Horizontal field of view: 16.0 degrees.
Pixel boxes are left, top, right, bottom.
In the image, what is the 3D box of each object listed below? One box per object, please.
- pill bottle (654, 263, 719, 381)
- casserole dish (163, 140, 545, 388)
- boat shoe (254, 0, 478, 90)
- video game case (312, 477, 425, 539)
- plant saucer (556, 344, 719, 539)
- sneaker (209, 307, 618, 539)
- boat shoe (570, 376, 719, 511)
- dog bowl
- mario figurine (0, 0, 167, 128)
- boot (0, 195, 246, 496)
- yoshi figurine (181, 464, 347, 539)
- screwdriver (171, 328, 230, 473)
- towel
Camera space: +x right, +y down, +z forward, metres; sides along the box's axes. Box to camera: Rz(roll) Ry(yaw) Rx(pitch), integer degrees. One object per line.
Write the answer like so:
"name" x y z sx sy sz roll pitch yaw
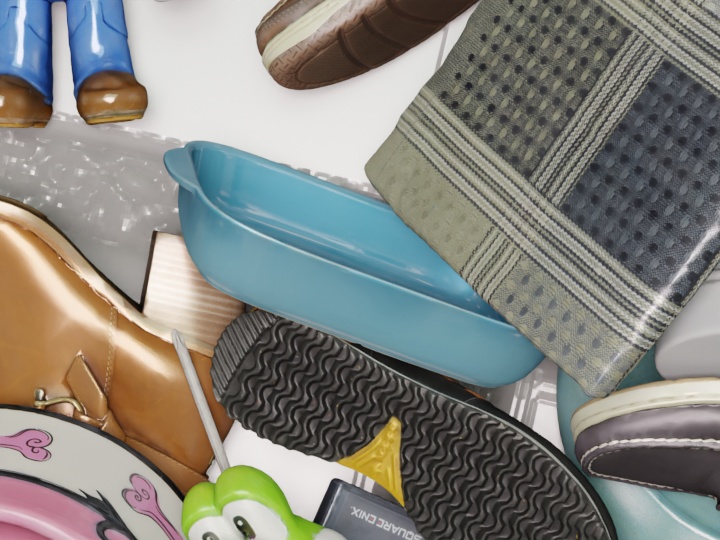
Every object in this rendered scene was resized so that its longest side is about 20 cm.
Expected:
"pill bottle" 0.174 -0.049 1.115 0.111 0.111 0.200 6 66 1
"casserole dish" 0.000 0.000 1.128 0.200 0.121 0.039 19 107 -16
"boat shoe" 0.031 -0.160 1.180 0.202 0.075 0.075 -32 71 -8
"video game case" 0.011 0.212 1.147 0.143 0.019 0.200 25 84 -14
"plant saucer" 0.188 0.053 1.152 0.200 0.027 0.200 -1 72 4
"sneaker" 0.033 0.072 1.135 0.200 0.090 0.070 32 107 5
"boat shoe" 0.189 0.088 1.091 0.200 0.072 0.065 5 67 -1
"dog bowl" -0.159 0.163 1.111 0.200 0.074 0.200 1 107 4
"mario figurine" -0.146 -0.165 1.156 0.123 0.106 0.200 -6 93 -34
"boot" -0.154 0.047 1.158 0.200 0.074 0.155 12 89 4
"yoshi figurine" -0.016 0.178 1.073 0.112 0.112 0.200 -38 99 -9
"screwdriver" -0.048 0.120 1.142 0.028 0.029 0.200 -22 106 -13
"towel" 0.106 -0.067 1.092 0.193 0.035 0.200 -55 43 11
